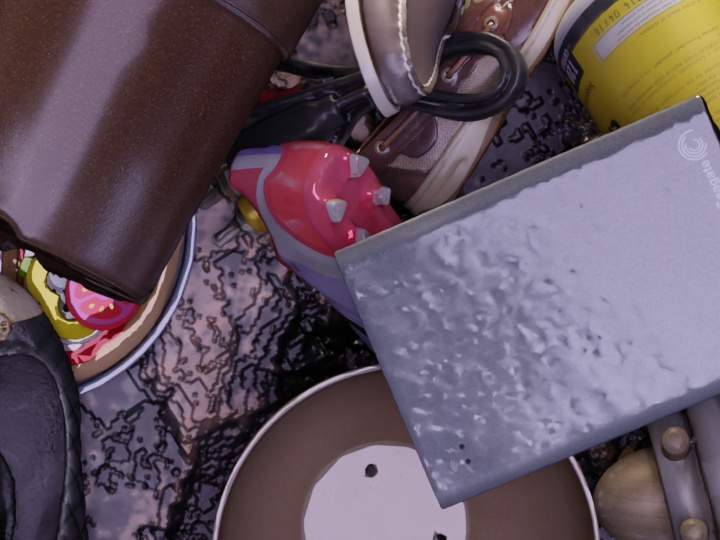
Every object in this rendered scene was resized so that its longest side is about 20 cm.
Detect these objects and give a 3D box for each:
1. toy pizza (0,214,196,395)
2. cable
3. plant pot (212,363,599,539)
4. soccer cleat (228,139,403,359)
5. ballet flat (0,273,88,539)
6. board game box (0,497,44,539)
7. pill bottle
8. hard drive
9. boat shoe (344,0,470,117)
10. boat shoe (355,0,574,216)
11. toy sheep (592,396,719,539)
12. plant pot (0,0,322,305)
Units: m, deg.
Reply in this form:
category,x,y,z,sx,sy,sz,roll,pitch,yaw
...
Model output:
category,x,y,z,sx,sy,sz,roll,pitch,yaw
toy pizza,-0.188,-0.024,1.490,0.199,0.032,0.201,0,92,-4
cable,-0.008,-0.091,1.473,0.199,0.050,0.097,-22,70,11
plant pot,0.019,0.143,1.462,0.199,0.134,0.201,0,93,-4
soccer cleat,0.000,0.000,1.465,0.067,0.076,0.200,-61,140,-24
ballet flat,-0.178,0.099,1.460,0.066,0.057,0.201,-11,93,-4
board game box,-0.262,0.200,1.498,0.095,0.030,0.200,29,92,-5
pill bottle,0.193,-0.068,1.426,0.112,0.112,0.200,-30,67,-3
hard drive,0.105,0.016,1.361,0.199,0.033,0.140,-23,89,9
boat shoe,0.032,-0.163,1.432,0.059,0.200,0.072,-11,134,16
boat shoe,0.061,-0.127,1.489,0.072,0.072,0.200,30,97,-5
toy sheep,0.223,0.108,1.478,0.199,0.138,0.138,-10,93,5
plant pot,-0.139,-0.101,1.397,0.200,0.200,0.199,25,84,-5
